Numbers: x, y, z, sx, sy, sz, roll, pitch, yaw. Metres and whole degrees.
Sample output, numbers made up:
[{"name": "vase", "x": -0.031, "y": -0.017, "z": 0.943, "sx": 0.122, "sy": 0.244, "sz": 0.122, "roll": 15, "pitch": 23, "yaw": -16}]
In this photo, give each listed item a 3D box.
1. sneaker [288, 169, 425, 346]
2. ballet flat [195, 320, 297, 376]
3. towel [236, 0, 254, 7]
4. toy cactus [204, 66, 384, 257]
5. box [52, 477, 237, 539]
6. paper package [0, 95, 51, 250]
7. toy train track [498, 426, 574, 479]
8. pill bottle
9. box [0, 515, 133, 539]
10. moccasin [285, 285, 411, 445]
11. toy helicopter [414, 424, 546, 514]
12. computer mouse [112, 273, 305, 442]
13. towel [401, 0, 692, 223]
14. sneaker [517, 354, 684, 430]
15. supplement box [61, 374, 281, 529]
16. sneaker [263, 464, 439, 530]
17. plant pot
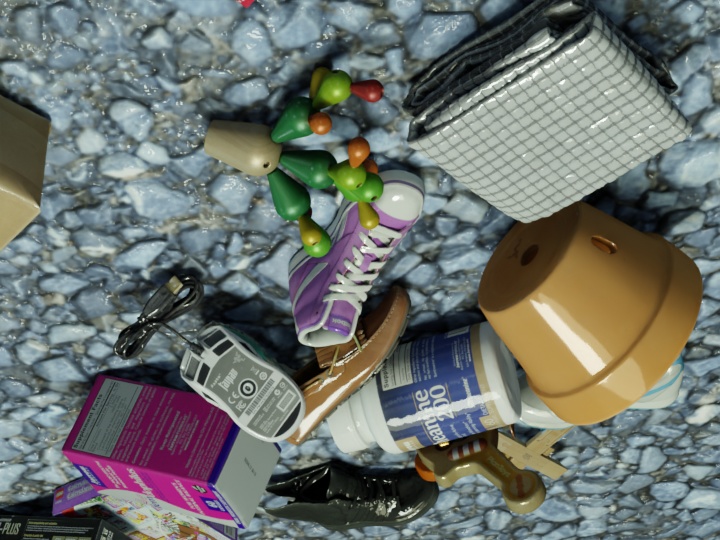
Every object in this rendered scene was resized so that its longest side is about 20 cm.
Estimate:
[{"name": "sneaker", "x": 0.000, "y": 0.000, "z": 1.351, "sx": 0.072, "sy": 0.115, "sz": 0.201, "roll": 19, "pitch": 134, "yaw": -25}, {"name": "ballet flat", "x": -0.119, "y": 0.119, "z": 1.527, "sx": 0.071, "sy": 0.072, "sz": 0.199, "roll": -28, "pitch": 134, "yaw": 27}, {"name": "towel", "x": -0.109, "y": -0.289, "z": 1.058, "sx": 0.144, "sy": 0.023, "sz": 0.199, "roll": -31, "pitch": 134, "yaw": 30}, {"name": "toy cactus", "x": -0.054, "y": -0.105, "z": 1.252, "sx": 0.163, "sy": 0.103, "sz": 0.201, "roll": 16, "pitch": 143, "yaw": 6}, {"name": "box", "x": -0.264, "y": 0.305, "z": 1.758, "sx": 0.136, "sy": 0.040, "sz": 0.200, "roll": -24, "pitch": 137, "yaw": 24}, {"name": "paper package", "x": -0.395, "y": -0.087, "z": 1.215, "sx": 0.199, "sy": 0.105, "sz": 0.190, "roll": 27, "pitch": 133, "yaw": -34}, {"name": "toy train track", "x": 0.222, "y": 0.184, "z": 1.666, "sx": 0.114, "sy": 0.033, "sz": 0.200, "roll": 29, "pitch": 125, "yaw": -25}, {"name": "pill bottle", "x": 0.065, "y": 0.132, "z": 1.518, "sx": 0.197, "sy": 0.112, "sz": 0.111, "roll": -16, "pitch": 140, "yaw": 15}, {"name": "box", "x": -0.385, "y": 0.388, "z": 1.708, "sx": 0.197, "sy": 0.166, "sz": 0.086, "roll": -5, "pitch": 147, "yaw": 31}, {"name": "moccasin", "x": -0.026, "y": 0.089, "z": 1.469, "sx": 0.078, "sy": 0.074, "sz": 0.201, "roll": 42, "pitch": 108, "yaw": -12}, {"name": "toy helicopter", "x": 0.141, "y": 0.197, "z": 1.556, "sx": 0.132, "sy": 0.200, "sz": 0.079, "roll": -37, "pitch": 129, "yaw": -13}, {"name": "computer mouse", "x": -0.143, "y": 0.098, "z": 1.431, "sx": 0.199, "sy": 0.110, "sz": 0.044, "roll": 41, "pitch": 173, "yaw": -9}, {"name": "towel", "x": 0.158, "y": -0.143, "z": 1.216, "sx": 0.199, "sy": 0.086, "sz": 0.165, "roll": -31, "pitch": 132, "yaw": 32}, {"name": "sneaker", "x": 0.256, "y": 0.116, "z": 1.552, "sx": 0.197, "sy": 0.077, "sz": 0.081, "roll": -12, "pitch": 143, "yaw": -6}, {"name": "supplement box", "x": -0.203, "y": 0.192, "z": 1.522, "sx": 0.197, "sy": 0.104, "sz": 0.102, "roll": 9, "pitch": 149, "yaw": 27}, {"name": "sneaker", "x": -0.011, "y": 0.273, "z": 1.726, "sx": 0.197, "sy": 0.061, "sz": 0.104, "roll": -15, "pitch": 145, "yaw": 19}, {"name": "plant pot", "x": 0.206, "y": 0.025, "z": 1.353, "sx": 0.140, "sy": 0.201, "sz": 0.199, "roll": 38, "pitch": 127, "yaw": -21}]
